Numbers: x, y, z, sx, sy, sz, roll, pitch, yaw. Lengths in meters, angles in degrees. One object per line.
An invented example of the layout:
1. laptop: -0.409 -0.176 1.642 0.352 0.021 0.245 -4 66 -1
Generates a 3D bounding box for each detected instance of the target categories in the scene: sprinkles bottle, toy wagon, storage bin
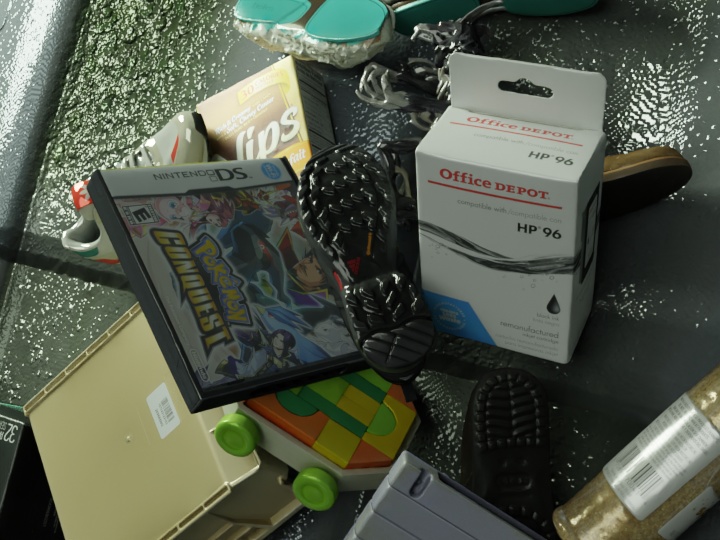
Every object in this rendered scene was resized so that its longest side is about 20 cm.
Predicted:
1. sprinkles bottle: 0.219 0.122 0.683 0.200 0.068 0.068 -46 58 12
2. toy wagon: -0.052 0.087 0.789 0.200 0.155 0.040 34 127 2
3. storage bin: -0.162 0.145 0.855 0.198 0.094 0.200 -40 55 16

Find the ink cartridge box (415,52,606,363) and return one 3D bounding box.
1. ink cartridge box: 0.103 -0.041 0.719 0.116 0.200 0.068 13 42 23

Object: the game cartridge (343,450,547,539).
1. game cartridge: 0.078 0.228 0.705 0.200 0.038 0.130 33 101 -5

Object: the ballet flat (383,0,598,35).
1. ballet flat: 0.107 -0.246 0.859 0.200 0.068 0.069 1 69 32

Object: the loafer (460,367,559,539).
1. loafer: 0.106 0.169 0.754 0.073 0.071 0.201 5 91 -1

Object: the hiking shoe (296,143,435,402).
1. hiking shoe: 0.000 0.000 0.774 0.076 0.101 0.200 -12 60 -6

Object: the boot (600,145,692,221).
1. boot: 0.148 -0.072 0.785 0.200 0.074 0.076 -13 64 32

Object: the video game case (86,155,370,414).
1. video game case: -0.089 0.000 0.788 0.026 0.180 0.200 -49 61 41

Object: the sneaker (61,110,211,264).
1. sneaker: -0.213 -0.072 0.963 0.200 0.093 0.070 -48 49 39

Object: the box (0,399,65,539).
1. box: -0.363 0.202 0.999 0.200 0.124 0.149 8 81 32

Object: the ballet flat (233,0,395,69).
1. ballet flat: -0.033 -0.216 0.934 0.200 0.072 0.072 23 90 42

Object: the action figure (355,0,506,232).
1. action figure: 0.044 -0.135 0.838 0.102 0.119 0.200 23 99 0

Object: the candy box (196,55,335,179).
1. candy box: -0.077 -0.078 0.934 0.115 0.055 0.200 -22 68 25
